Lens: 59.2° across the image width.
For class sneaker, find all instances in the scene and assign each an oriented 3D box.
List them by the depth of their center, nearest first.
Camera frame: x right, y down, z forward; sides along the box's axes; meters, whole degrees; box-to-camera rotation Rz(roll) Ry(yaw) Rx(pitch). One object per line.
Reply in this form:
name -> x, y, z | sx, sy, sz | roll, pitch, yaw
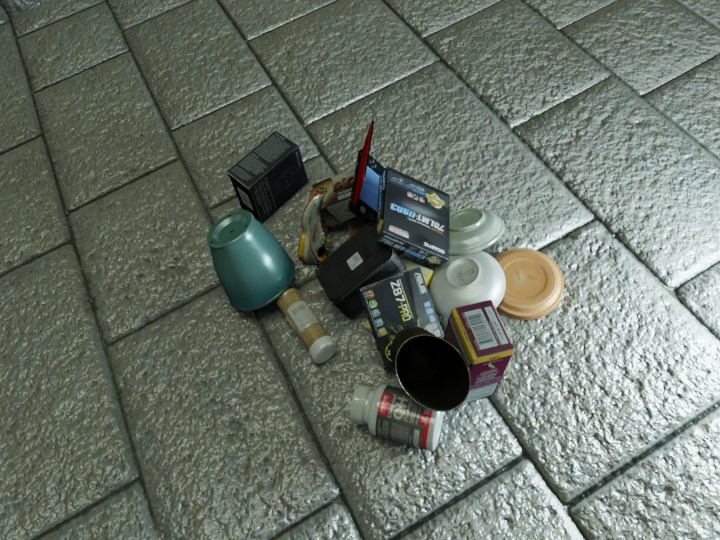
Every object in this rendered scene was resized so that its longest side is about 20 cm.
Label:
sneaker -> -0.112, -0.112, 1.678 | 0.080, 0.205, 0.078 | 14, 29, 11

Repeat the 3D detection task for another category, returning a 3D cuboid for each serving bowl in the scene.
serving bowl -> 0.258, 0.023, 1.568 | 0.194, 0.066, 0.205 | -11, 52, 14

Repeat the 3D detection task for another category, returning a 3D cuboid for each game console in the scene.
game console -> 0.040, -0.236, 1.607 | 0.117, 0.171, 0.205 | -24, 45, 41

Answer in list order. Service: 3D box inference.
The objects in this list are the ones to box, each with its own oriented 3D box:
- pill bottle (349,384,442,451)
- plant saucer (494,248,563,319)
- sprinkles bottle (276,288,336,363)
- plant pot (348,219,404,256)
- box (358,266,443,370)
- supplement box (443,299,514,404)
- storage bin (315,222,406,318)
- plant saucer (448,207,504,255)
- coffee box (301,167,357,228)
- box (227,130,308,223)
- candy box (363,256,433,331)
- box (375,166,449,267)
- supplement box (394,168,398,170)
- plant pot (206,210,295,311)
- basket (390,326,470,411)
pill bottle -> 0.080, 0.315, 1.391 | 0.194, 0.112, 0.113 | 11, 58, 16
plant saucer -> 0.408, 0.027, 1.583 | 0.193, 0.033, 0.205 | -4, 56, 6
sprinkles bottle -> -0.135, 0.135, 1.576 | 0.067, 0.069, 0.201 | -31, 56, -13
plant pot -> 0.064, -0.104, 1.730 | 0.193, 0.028, 0.205 | -4, 55, 6
box -> 0.099, 0.114, 1.507 | 0.157, 0.049, 0.206 | -18, 87, -7
supplement box -> 0.249, 0.183, 1.392 | 0.100, 0.203, 0.133 | -11, 54, -13
storage bin -> 0.000, 0.000, 1.590 | 0.199, 0.094, 0.136 | -39, 50, 6
plant saucer -> 0.273, -0.115, 1.642 | 0.194, 0.051, 0.202 | -15, 30, 8
coffee box -> -0.056, -0.194, 1.731 | 0.196, 0.080, 0.116 | -15, 49, 34
box -> -0.262, -0.269, 1.821 | 0.106, 0.150, 0.200 | 35, 67, 28
candy box -> 0.096, 0.073, 1.578 | 0.100, 0.026, 0.204 | 22, 76, 27
box -> 0.133, -0.134, 1.575 | 0.196, 0.050, 0.203 | 21, 54, -22
supplement box -> 0.083, -0.177, 1.721 | 0.064, 0.069, 0.205 | -8, 57, 6
plant pot -> -0.292, -0.038, 1.611 | 0.195, 0.191, 0.203 | -17, 38, 14
basket -> 0.134, 0.197, 1.379 | 0.179, 0.200, 0.137 | 40, 90, -10
